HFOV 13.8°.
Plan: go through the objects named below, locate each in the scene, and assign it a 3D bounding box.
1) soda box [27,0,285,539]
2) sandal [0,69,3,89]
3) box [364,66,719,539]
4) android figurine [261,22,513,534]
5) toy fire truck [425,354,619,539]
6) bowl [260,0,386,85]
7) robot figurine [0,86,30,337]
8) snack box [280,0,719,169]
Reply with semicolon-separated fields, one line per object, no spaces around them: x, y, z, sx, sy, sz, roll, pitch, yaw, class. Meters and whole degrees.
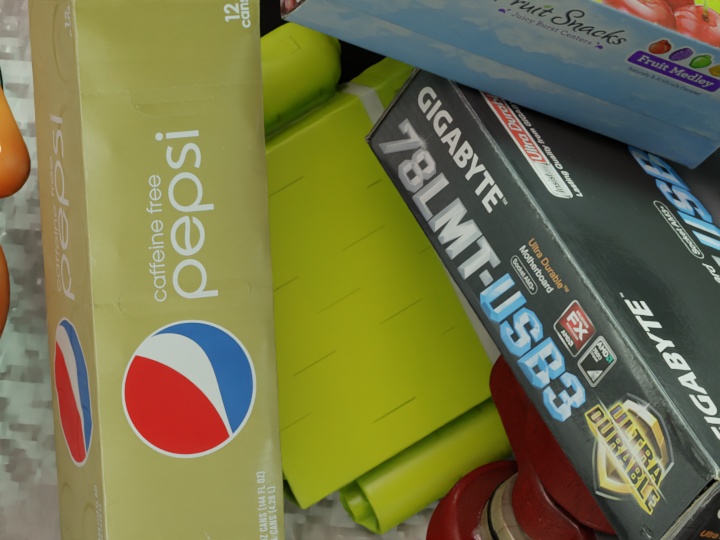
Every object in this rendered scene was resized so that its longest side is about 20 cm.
-0.067;0.003;0.985;0.064;0.068;0.200;-6;100;-19;soda box
-0.173;-0.040;1.138;0.075;0.045;0.200;-9;65;0;sandal
0.123;0.021;0.992;0.050;0.198;0.200;-52;48;25;box
0.000;0.000;1.064;0.200;0.041;0.182;-33;107;-14;android figurine
0.129;0.106;1.037;0.168;0.112;0.200;-5;61;-29;toy fire truck
-0.016;-0.088;1.092;0.200;0.039;0.201;-2;96;-23;bowl
-0.196;-0.015;1.039;0.117;0.144;0.200;11;32;-39;robot figurine
0.057;-0.153;0.995;0.169;0.068;0.200;17;53;-29;snack box
